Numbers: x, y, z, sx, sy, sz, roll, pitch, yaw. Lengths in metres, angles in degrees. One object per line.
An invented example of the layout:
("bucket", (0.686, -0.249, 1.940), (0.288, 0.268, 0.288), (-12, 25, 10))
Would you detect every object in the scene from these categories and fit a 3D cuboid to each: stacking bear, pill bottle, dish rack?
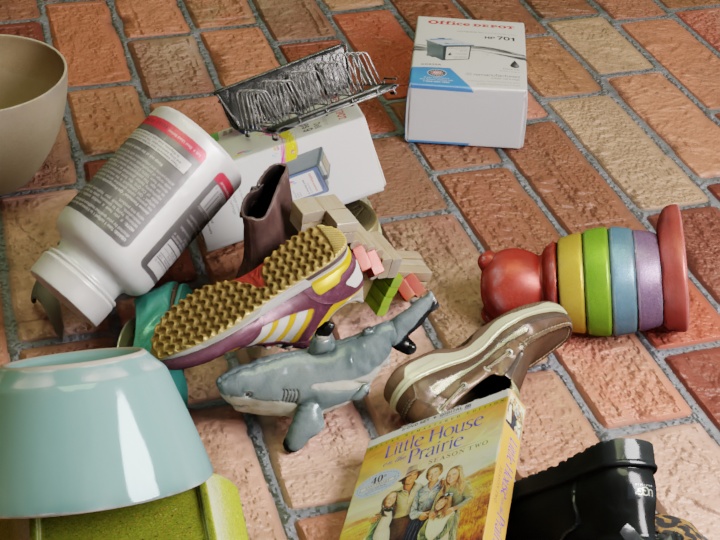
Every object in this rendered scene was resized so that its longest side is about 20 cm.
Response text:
("stacking bear", (0.215, 0.011, 1.308), (0.198, 0.122, 0.114), (-4, 18, 11))
("pill bottle", (-0.214, -0.048, 1.263), (0.110, 0.111, 0.200), (30, 74, 35))
("dish rack", (-0.053, -0.180, 1.352), (0.153, 0.055, 0.200), (-24, 15, -13))

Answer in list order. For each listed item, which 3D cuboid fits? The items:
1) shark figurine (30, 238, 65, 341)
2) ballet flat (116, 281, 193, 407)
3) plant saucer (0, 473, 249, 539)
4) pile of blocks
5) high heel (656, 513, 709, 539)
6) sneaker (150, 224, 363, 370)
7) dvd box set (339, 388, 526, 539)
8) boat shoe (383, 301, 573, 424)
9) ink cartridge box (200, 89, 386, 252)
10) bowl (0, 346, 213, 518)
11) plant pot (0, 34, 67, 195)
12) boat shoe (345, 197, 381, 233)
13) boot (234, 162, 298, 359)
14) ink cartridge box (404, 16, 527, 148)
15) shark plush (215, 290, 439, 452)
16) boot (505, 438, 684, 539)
("shark figurine", (-0.241, -0.034, 1.340), (0.089, 0.129, 0.214), (28, 43, 19))
("ballet flat", (-0.192, 0.086, 1.227), (0.070, 0.068, 0.201), (-20, 32, 12))
("plant saucer", (-0.179, 0.226, 1.023), (0.198, 0.048, 0.200), (-7, 35, -11))
("pile of blocks", (0.000, 0.000, 1.267), (0.082, 0.200, 0.062), (-47, 49, 9))
("high heel", (0.232, 0.231, 0.973), (0.142, 0.072, 0.200), (24, 10, 22))
("sneaker", (-0.086, 0.046, 1.181), (0.199, 0.090, 0.075), (-29, 40, -6))
("dvd box set", (0.051, 0.185, 1.044), (0.146, 0.029, 0.200), (-23, 25, 27))
("boat shoe", (0.121, 0.097, 1.216), (0.201, 0.075, 0.075), (-25, 55, -24))
("ink cartridge box", (-0.084, -0.110, 1.418), (0.199, 0.088, 0.145), (-17, 22, -1))
("bowl", (-0.219, 0.119, 1.050), (0.199, 0.106, 0.201), (-6, 2, 0))
("plant pot", (-0.423, -0.162, 1.504), (0.199, 0.135, 0.201), (1, 34, 0))
("boat shoe", (-0.017, -0.052, 1.434), (0.073, 0.063, 0.201), (-24, 27, -7))
("boot", (-0.068, -0.029, 1.295), (0.072, 0.167, 0.200), (10, 33, 12))
("ink cartridge box", (0.134, -0.239, 1.685), (0.145, 0.086, 0.201), (4, 36, 3))
("shark plush", (-0.021, 0.081, 1.163), (0.199, 0.084, 0.091), (-21, 37, 12))
("boot", (0.164, 0.227, 0.983), (0.073, 0.198, 0.164), (10, 61, -22))
